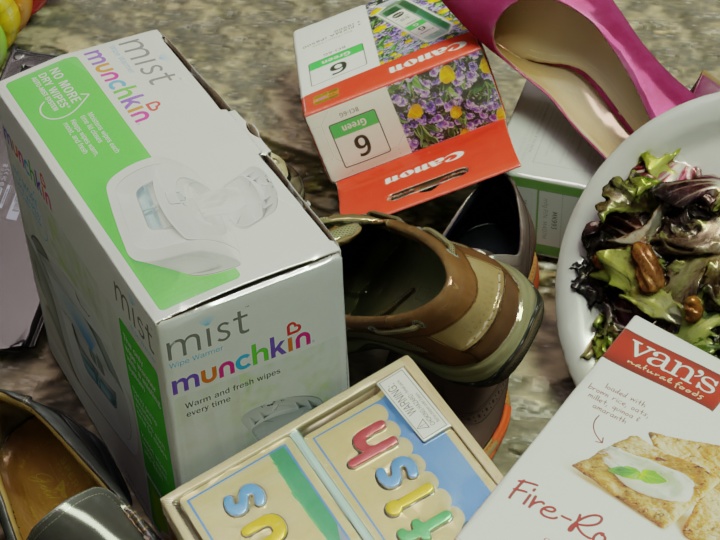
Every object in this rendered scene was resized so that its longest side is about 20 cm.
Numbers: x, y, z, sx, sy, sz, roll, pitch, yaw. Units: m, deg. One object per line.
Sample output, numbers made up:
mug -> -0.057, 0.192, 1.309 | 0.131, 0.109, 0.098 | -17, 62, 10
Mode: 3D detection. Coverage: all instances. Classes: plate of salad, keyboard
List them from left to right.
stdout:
keyboard -> -0.214, -0.043, 1.035 | 0.126, 0.021, 0.201 | 11, 59, 8
plate of salad -> 0.186, 0.010, 0.879 | 0.199, 0.201, 0.048 | 19, 5, 24

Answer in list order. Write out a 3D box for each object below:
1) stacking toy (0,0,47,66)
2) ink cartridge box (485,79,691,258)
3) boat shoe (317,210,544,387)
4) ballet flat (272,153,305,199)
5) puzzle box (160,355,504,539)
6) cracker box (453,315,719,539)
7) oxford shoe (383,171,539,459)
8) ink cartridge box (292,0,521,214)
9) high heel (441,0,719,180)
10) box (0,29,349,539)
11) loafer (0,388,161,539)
stacking toy -> -0.259, -0.148, 1.144 | 0.115, 0.110, 0.201 | -7, 51, 19
ink cartridge box -> 0.178, -0.049, 1.020 | 0.199, 0.060, 0.104 | 11, 44, 15
boat shoe -> 0.000, 0.000, 0.898 | 0.199, 0.074, 0.076 | 10, 72, 47
ballet flat -> -0.126, -0.069, 1.073 | 0.199, 0.047, 0.067 | 16, 44, 21
puzzle box -> 0.016, 0.137, 0.760 | 0.133, 0.026, 0.200 | -30, 52, -12
cracker box -> 0.117, 0.116, 0.710 | 0.133, 0.058, 0.200 | 28, 43, 18
oxford shoe -> 0.047, 0.029, 0.932 | 0.071, 0.073, 0.201 | 7, 43, 11
ink cartridge box -> 0.023, -0.101, 1.045 | 0.108, 0.051, 0.200 | -20, 27, 6
high heel -> 0.111, -0.101, 0.965 | 0.199, 0.067, 0.096 | 36, 42, 3
box -> -0.086, 0.014, 0.882 | 0.096, 0.177, 0.200 | -21, 45, -19
loafer -> -0.125, 0.130, 0.822 | 0.073, 0.072, 0.200 | -41, 47, -6
